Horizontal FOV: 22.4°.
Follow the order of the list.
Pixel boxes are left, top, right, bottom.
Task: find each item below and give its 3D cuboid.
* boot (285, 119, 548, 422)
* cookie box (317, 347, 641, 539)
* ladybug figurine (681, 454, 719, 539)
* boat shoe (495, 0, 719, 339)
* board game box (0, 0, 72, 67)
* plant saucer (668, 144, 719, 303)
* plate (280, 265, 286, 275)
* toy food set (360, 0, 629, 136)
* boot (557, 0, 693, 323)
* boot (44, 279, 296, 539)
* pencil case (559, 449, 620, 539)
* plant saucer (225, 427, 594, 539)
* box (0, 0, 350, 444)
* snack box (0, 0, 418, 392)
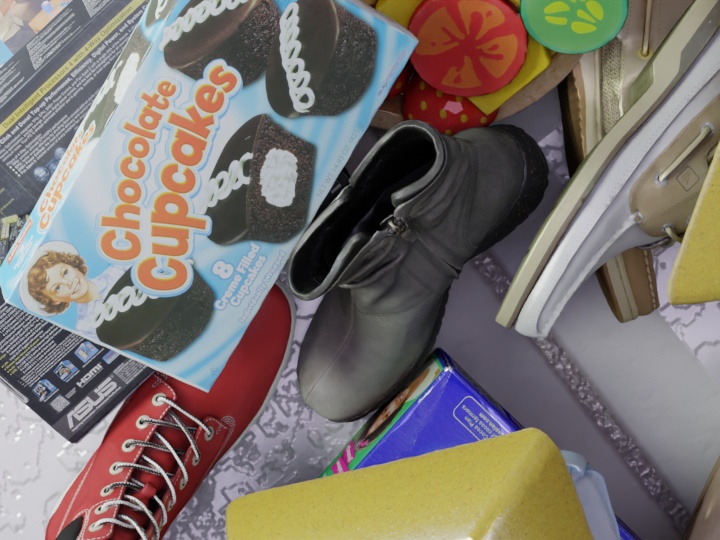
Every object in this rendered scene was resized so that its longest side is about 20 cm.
[{"bbox_3d":[0.000,0.000,0.911,0.068,0.130,0.201,47,117,22],"label":"boot"},{"bbox_3d":[0.037,0.175,0.972,0.171,0.075,0.200,43,92,-4],"label":"cookie box"},{"bbox_3d":[0.219,0.147,0.940,0.072,0.135,0.202,23,90,37],"label":"ladybug figurine"},{"bbox_3d":[0.143,-0.044,0.886,0.068,0.075,0.201,35,90,2],"label":"boat shoe"},{"bbox_3d":[-0.175,-0.126,0.935,0.152,0.045,0.201,-37,94,2],"label":"board game box"},{"bbox_3d":[0.238,-0.085,0.859,0.048,0.199,0.202,31,125,26],"label":"plant saucer"},{"bbox_3d":[-0.100,-0.110,0.975,0.197,0.032,0.202,9,93,-1],"label":"plate"},{"bbox_3d":[0.027,-0.149,0.891,0.200,0.049,0.198,39,122,-20],"label":"toy food set"},{"bbox_3d":[0.185,-0.081,0.960,0.153,0.073,0.203,-8,90,-1],"label":"boot"},{"bbox_3d":[-0.098,0.094,0.924,0.072,0.144,0.201,33,97,-8],"label":"boot"},{"bbox_3d":[0.111,0.192,0.893,0.090,0.083,0.202,-23,94,30],"label":"pencil case"},{"bbox_3d":[0.031,0.193,0.862,0.198,0.048,0.202,-17,97,35],"label":"plant saucer"},{"bbox_3d":[-0.126,-0.034,0.896,0.200,0.049,0.161,-42,121,5],"label":"box"},{"bbox_3d":[-0.073,-0.052,0.856,0.115,0.037,0.201,26,102,-27],"label":"snack box"}]
